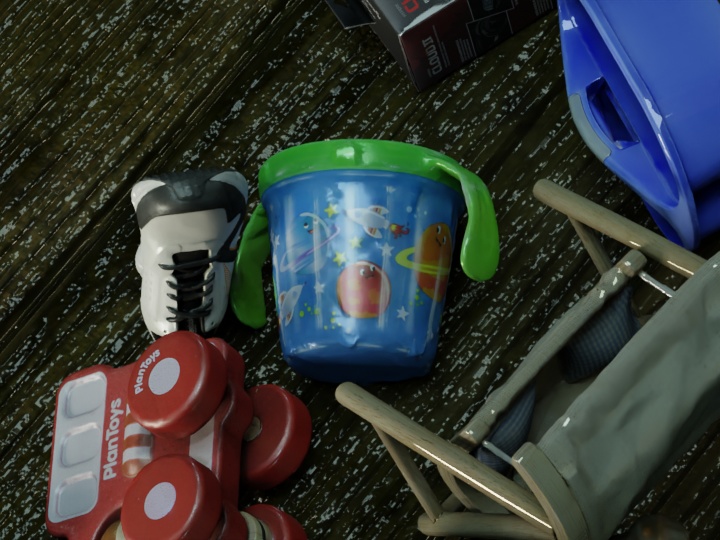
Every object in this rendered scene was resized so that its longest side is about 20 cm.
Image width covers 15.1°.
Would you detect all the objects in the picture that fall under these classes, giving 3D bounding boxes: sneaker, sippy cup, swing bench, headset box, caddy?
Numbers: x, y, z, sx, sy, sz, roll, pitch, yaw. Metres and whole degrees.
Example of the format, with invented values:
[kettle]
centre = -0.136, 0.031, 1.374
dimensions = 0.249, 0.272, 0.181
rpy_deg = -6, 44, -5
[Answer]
[sneaker]
centre = -0.105, -0.004, 1.709
dimensions = 0.073, 0.200, 0.080
rpy_deg = -4, 69, -5
[sippy cup]
centre = 0.000, 0.000, 1.718
dimensions = 0.139, 0.178, 0.131
rpy_deg = 7, 72, -14
[swing bench]
centre = 0.130, 0.068, 1.581
dimensions = 0.199, 0.130, 0.200
rpy_deg = -44, 30, -19
[headset box]
centre = 0.063, -0.230, 1.852
dimensions = 0.200, 0.077, 0.149
rpy_deg = -31, 59, -5
[caddy]
centre = 0.186, -0.107, 1.717
dimensions = 0.105, 0.142, 0.200
rpy_deg = -23, 58, -5

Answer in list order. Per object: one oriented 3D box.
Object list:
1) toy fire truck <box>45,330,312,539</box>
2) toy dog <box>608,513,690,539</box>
[toy fire truck]
centre = -0.128, 0.140, 1.693
dimensions = 0.167, 0.112, 0.201
rpy_deg = -19, 55, 32
[toy dog]
centre = 0.187, 0.233, 1.534
dimensions = 0.193, 0.140, 0.200
rpy_deg = -27, 58, -16
